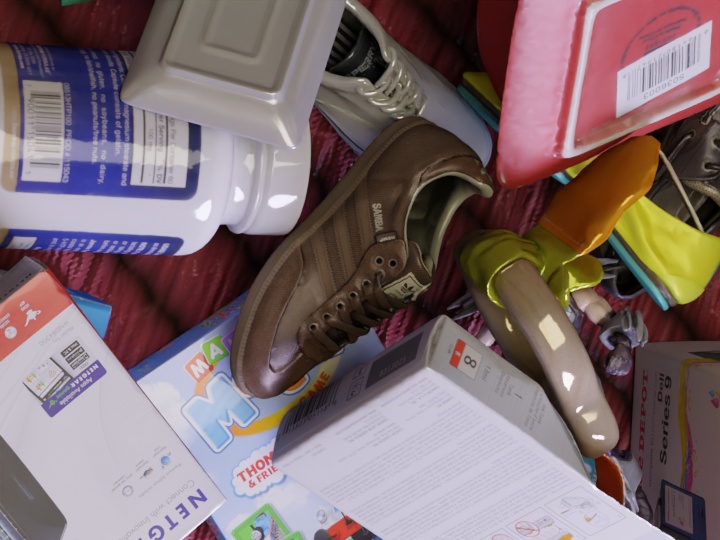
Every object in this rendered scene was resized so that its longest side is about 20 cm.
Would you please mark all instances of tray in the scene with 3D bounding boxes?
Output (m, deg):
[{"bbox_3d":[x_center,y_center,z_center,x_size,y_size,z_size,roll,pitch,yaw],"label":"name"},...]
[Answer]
[{"bbox_3d":[-0.063,-0.163,1.552,0.107,0.022,0.200,15,53,2],"label":"tray"}]

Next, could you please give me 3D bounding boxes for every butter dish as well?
[{"bbox_3d":[0.140,-0.177,1.575,0.200,0.148,0.200,-24,145,-22],"label":"butter dish"}]

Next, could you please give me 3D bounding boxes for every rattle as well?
[{"bbox_3d":[0.151,0.043,1.609,0.143,0.130,0.200,-36,98,-24],"label":"rattle"}]

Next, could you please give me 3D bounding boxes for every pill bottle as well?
[{"bbox_3d":[-0.137,-0.069,1.561,0.199,0.120,0.120,3,96,-20],"label":"pill bottle"}]

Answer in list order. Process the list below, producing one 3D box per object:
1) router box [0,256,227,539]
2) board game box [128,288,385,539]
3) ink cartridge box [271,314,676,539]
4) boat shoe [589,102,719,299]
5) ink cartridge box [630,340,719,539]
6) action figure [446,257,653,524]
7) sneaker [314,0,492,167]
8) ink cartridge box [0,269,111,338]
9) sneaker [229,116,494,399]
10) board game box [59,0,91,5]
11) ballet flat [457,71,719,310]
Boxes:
[{"bbox_3d":[-0.207,0.123,1.509,0.200,0.049,0.180,-41,110,-10],"label":"router box"},{"bbox_3d":[-0.037,0.109,1.663,0.151,0.037,0.200,-34,105,-13],"label":"board game box"},{"bbox_3d":[0.071,0.122,1.601,0.200,0.162,0.050,33,49,-21],"label":"ink cartridge box"},{"bbox_3d":[0.218,-0.061,1.685,0.072,0.065,0.200,33,108,-30],"label":"boat shoe"},{"bbox_3d":[0.246,0.130,1.681,0.087,0.200,0.146,1,97,-16],"label":"ink cartridge box"},{"bbox_3d":[0.128,0.072,1.684,0.130,0.069,0.200,-12,106,28],"label":"action figure"},{"bbox_3d":[0.004,-0.115,1.631,0.200,0.071,0.073,34,85,-20],"label":"sneaker"},{"bbox_3d":[-0.265,0.060,1.549,0.200,0.084,0.146,16,92,-21],"label":"ink cartridge box"},{"bbox_3d":[0.000,0.000,1.589,0.200,0.075,0.070,-55,143,-2],"label":"sneaker"},{"bbox_3d":[-0.097,-0.229,1.562,0.199,0.029,0.135,-12,59,-18],"label":"board game box"},{"bbox_3d":[0.149,-0.065,1.647,0.067,0.067,0.200,-43,85,3],"label":"ballet flat"}]
